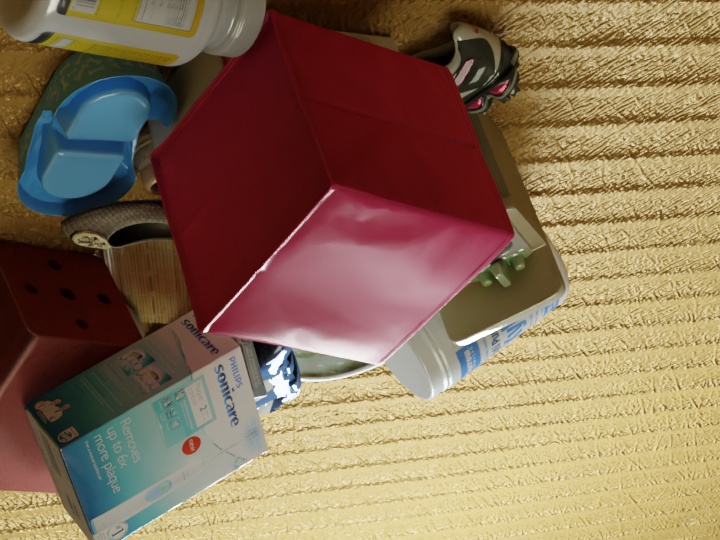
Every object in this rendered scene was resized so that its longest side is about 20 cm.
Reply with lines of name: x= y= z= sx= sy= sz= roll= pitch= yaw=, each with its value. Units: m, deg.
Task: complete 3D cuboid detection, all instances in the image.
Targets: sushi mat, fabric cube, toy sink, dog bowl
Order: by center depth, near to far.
fabric cube: x=-0.028 y=-0.064 z=1.480 sx=0.198 sy=0.201 sz=0.196 roll=12 pitch=136 yaw=-38
dog bowl: x=-0.240 y=-0.126 z=1.569 sx=0.111 sy=0.050 sz=0.200 roll=2 pitch=144 yaw=-33
toy sink: x=0.099 y=-0.050 z=1.743 sx=0.130 sy=0.201 sz=0.112 roll=-26 pitch=150 yaw=14
sushi mat: x=-0.214 y=0.002 z=1.807 sx=0.095 sy=0.012 sz=0.200 roll=5 pitch=148 yaw=0

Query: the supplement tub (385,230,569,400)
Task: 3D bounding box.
supplement tub: x=0.114 y=0.032 z=1.901 sx=0.200 sy=0.132 sz=0.132 roll=-37 pitch=155 yaw=-16

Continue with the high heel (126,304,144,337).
high heel: x=-0.283 y=0.088 z=1.902 sx=0.067 sy=0.096 sz=0.201 roll=-34 pitch=143 yaw=-34

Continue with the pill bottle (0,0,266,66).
pill bottle: x=-0.178 y=-0.221 z=1.382 sx=0.199 sy=0.113 sz=0.112 roll=6 pitch=142 yaw=-37

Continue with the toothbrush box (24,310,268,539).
toothbrush box: x=-0.202 y=0.152 z=1.699 sx=0.199 sy=0.085 sz=0.147 roll=-30 pitch=132 yaw=-22

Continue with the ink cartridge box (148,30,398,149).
ink cartridge box: x=-0.070 y=-0.145 z=1.601 sx=0.199 sy=0.084 sz=0.145 roll=3 pitch=143 yaw=-32

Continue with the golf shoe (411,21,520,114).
golf shoe: x=0.059 y=-0.163 z=1.681 sx=0.088 sy=0.077 sz=0.200 roll=33 pitch=122 yaw=-31

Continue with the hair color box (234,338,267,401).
hair color box: x=-0.177 y=0.117 z=1.901 sx=0.060 sy=0.100 sz=0.200 roll=-8 pitch=166 yaw=-31

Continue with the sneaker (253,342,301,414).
sneaker: x=-0.099 y=0.099 z=1.916 sx=0.082 sy=0.074 sz=0.200 roll=4 pitch=151 yaw=-20

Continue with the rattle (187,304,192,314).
rattle: x=-0.093 y=0.046 z=1.709 sx=0.130 sy=0.199 sz=0.144 roll=30 pitch=84 yaw=-57

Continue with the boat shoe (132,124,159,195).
boat shoe: x=-0.132 y=-0.086 z=1.682 sx=0.199 sy=0.065 sz=0.071 roll=7 pitch=142 yaw=-40

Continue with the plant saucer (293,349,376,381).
plant saucer: x=-0.018 y=0.055 z=2.001 sx=0.199 sy=0.050 sz=0.201 roll=-15 pitch=150 yaw=-9

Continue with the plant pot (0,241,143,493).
plant pot: x=-0.327 y=0.085 z=1.742 sx=0.199 sy=0.200 sz=0.177 roll=9 pitch=127 yaw=-40

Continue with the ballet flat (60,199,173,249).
ballet flat: x=-0.178 y=-0.039 z=1.634 sx=0.198 sy=0.047 sz=0.067 roll=-5 pitch=169 yaw=-3
